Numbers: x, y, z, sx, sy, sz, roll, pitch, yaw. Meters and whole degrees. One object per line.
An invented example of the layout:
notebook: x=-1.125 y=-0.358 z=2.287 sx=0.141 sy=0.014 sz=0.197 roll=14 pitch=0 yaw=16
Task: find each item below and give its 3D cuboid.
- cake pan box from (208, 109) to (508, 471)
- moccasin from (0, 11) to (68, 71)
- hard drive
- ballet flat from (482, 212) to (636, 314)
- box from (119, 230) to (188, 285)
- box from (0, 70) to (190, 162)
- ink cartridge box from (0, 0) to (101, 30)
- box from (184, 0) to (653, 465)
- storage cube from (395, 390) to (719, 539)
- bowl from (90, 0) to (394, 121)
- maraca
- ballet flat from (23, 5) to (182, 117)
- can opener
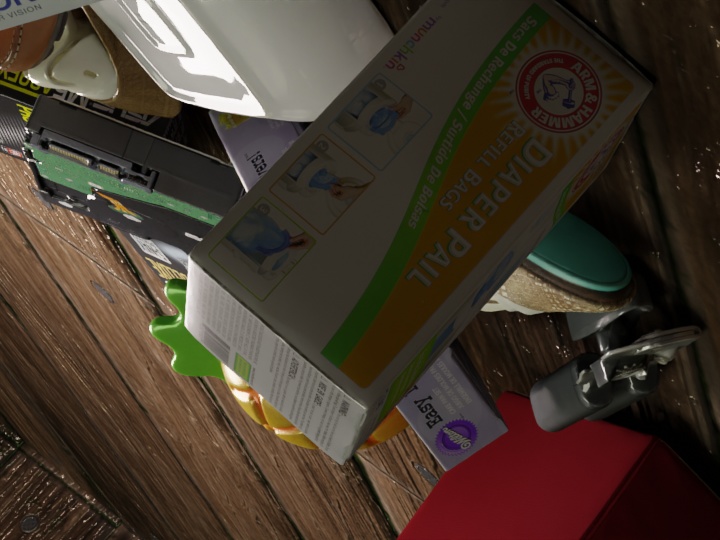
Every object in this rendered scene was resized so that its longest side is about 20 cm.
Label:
cake pan box: x=0.000 y=0.000 z=1.318 sx=0.200 sy=0.052 sz=0.184 roll=52 pitch=-173 yaw=-36
moccasin: x=-0.188 y=-0.201 z=1.141 sx=0.074 sy=0.078 sz=0.202 roll=27 pitch=123 yaw=54
hard drive: x=-0.141 y=-0.054 z=1.443 sx=0.139 sy=0.038 sz=0.200 roll=21 pitch=171 yaw=0
ballet flat: x=0.062 y=-0.019 z=1.181 sx=0.200 sy=0.070 sz=0.065 roll=41 pitch=126 yaw=34
box: x=-0.095 y=0.002 z=1.683 sx=0.200 sy=0.050 sz=0.158 roll=23 pitch=156 yaw=51
box: x=-0.198 y=-0.102 z=1.536 sx=0.160 sy=0.044 sz=0.200 roll=21 pitch=170 yaw=2
ink cartridge box: x=-0.154 y=-0.204 z=1.027 sx=0.041 sy=0.199 sz=0.200 roll=-91 pitch=-19 yaw=-44
box: x=0.024 y=-0.029 z=1.009 sx=0.101 sy=0.200 sz=0.113 roll=40 pitch=163 yaw=7
storage cube: x=0.134 y=0.204 z=1.374 sx=0.171 sy=0.180 sz=0.200 roll=43 pitch=166 yaw=-25
bowl: x=-0.087 y=-0.155 z=1.196 sx=0.200 sy=0.075 sz=0.200 roll=51 pitch=162 yaw=-29
maraca: x=-0.046 y=0.058 z=1.551 sx=0.199 sy=0.107 sz=0.137 roll=21 pitch=134 yaw=-5
ballet flat: x=-0.174 y=-0.151 z=1.277 sx=0.068 sy=0.072 sz=0.200 roll=1 pitch=131 yaw=42
can opener: x=0.134 y=0.042 z=1.245 sx=0.200 sy=0.053 sz=0.067 roll=129 pitch=126 yaw=-75
